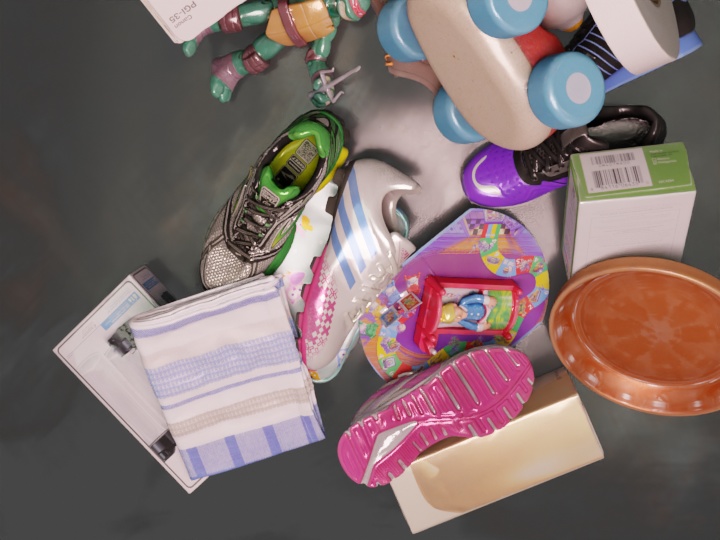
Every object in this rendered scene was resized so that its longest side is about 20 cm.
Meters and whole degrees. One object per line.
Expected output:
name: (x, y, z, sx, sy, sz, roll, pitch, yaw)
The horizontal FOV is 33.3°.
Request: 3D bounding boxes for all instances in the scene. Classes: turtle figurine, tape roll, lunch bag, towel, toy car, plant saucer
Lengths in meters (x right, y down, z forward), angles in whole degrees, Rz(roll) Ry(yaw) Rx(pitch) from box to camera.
turtle figurine: (-0.061, -0.225, 1.114, 0.199, 0.101, 0.150, -13, 119, 22)
tape roll: (0.214, -0.264, 1.011, 0.037, 0.203, 0.204, -20, 98, 27)
lunch bag: (-0.051, -0.008, 1.173, 0.160, 0.077, 0.201, 27, 99, 1)
towel: (-0.120, 0.103, 1.128, 0.146, 0.024, 0.201, -17, 122, -4)
toy car: (0.153, -0.226, 1.046, 0.200, 0.184, 0.177, -43, 109, -20)
plant saucer: (0.278, 0.061, 1.136, 0.199, 0.032, 0.201, 15, 140, 13)

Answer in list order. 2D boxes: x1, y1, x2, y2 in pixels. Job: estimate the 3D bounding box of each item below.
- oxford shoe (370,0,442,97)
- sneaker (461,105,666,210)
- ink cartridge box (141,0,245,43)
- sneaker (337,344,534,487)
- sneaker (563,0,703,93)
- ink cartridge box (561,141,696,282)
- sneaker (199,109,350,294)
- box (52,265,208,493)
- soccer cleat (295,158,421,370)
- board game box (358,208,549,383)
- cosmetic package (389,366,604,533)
oxford shoe: (0.041, -0.224, 1.138, 0.073, 0.071, 0.200, -44, 95, 12)
sneaker: (0.189, -0.115, 1.123, 0.199, 0.100, 0.070, -16, 79, 3)
ink cartridge box: (-0.139, -0.306, 1.065, 0.146, 0.200, 0.083, -34, 125, 7)
sneaker: (0.066, 0.124, 1.135, 0.199, 0.088, 0.082, -24, 102, -2)
sneaker: (0.218, -0.203, 1.135, 0.199, 0.070, 0.078, -26, 94, 0)
ink cartridge box: (0.247, -0.030, 1.136, 0.103, 0.200, 0.060, -6, 54, 2)
sneaker: (-0.088, -0.060, 1.087, 0.078, 0.085, 0.201, 34, 102, 5)
box: (-0.193, 0.108, 1.207, 0.117, 0.060, 0.200, -41, 95, 9)
soccer cleat: (0.000, 0.000, 1.091, 0.086, 0.070, 0.201, 15, 96, 13)
board game box: (0.100, 0.043, 1.150, 0.200, 0.039, 0.158, -38, 120, 0)
cosmetic package: (0.127, 0.173, 1.177, 0.199, 0.105, 0.071, -24, 99, 5)
